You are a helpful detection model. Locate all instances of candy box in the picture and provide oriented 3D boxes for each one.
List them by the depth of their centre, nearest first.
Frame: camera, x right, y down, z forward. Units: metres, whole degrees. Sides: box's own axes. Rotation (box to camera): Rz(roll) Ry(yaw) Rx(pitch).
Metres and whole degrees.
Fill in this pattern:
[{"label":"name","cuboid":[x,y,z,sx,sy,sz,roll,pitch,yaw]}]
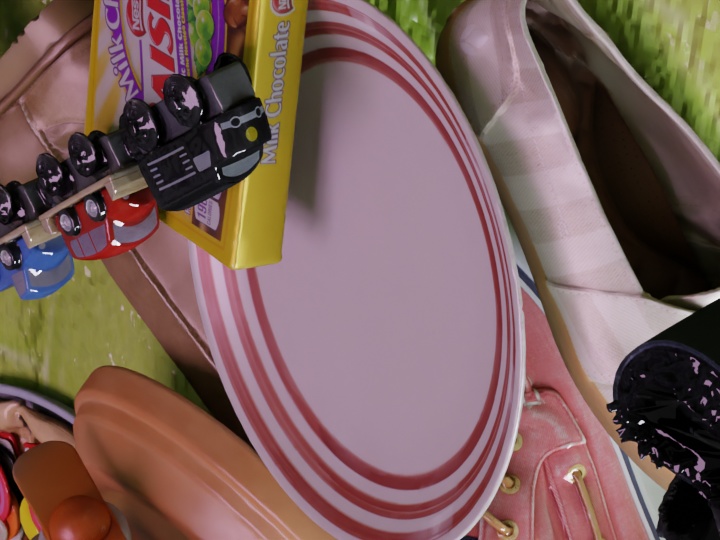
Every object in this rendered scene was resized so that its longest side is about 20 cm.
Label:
[{"label":"candy box","cuboid":[-0.055,-0.110,0.913,0.102,0.026,0.201,34,126,46]}]

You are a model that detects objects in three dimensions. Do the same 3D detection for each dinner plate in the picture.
[{"label":"dinner plate","cuboid":[0.000,0.000,0.913,0.200,0.024,0.201,25,121,52]}]

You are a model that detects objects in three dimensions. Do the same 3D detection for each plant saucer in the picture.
[{"label":"plant saucer","cuboid":[-0.046,0.121,1.063,0.200,0.037,0.200,39,161,16]}]

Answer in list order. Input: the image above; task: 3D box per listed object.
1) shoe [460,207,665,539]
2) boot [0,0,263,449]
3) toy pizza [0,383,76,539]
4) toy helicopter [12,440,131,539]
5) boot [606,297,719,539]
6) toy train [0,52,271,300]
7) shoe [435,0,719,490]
[{"label":"shoe","cuboid":[0.050,0.074,0.939,0.071,0.091,0.201,-15,107,50]},{"label":"boot","cuboid":[-0.085,0.005,1.049,0.200,0.066,0.175,51,140,3]},{"label":"toy pizza","cuboid":[-0.141,0.144,1.240,0.200,0.032,0.201,27,135,31]},{"label":"toy helicopter","cuboid":[-0.068,0.131,0.993,0.200,0.079,0.133,0,125,51]},{"label":"boot","cuboid":[0.171,0.071,0.749,0.200,0.168,0.076,55,142,-2]},{"label":"toy train","cuboid":[-0.090,-0.027,0.938,0.200,0.034,0.046,-23,93,54]},{"label":"shoe","cuboid":[0.092,-0.006,0.852,0.200,0.070,0.053,58,150,-1]}]
